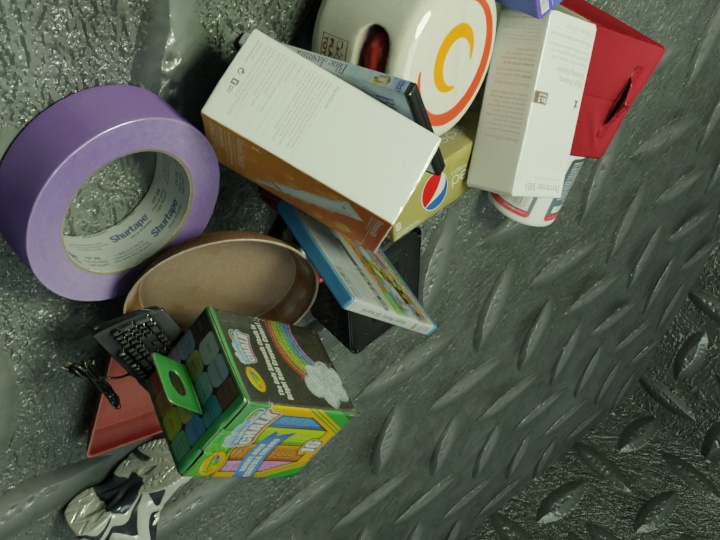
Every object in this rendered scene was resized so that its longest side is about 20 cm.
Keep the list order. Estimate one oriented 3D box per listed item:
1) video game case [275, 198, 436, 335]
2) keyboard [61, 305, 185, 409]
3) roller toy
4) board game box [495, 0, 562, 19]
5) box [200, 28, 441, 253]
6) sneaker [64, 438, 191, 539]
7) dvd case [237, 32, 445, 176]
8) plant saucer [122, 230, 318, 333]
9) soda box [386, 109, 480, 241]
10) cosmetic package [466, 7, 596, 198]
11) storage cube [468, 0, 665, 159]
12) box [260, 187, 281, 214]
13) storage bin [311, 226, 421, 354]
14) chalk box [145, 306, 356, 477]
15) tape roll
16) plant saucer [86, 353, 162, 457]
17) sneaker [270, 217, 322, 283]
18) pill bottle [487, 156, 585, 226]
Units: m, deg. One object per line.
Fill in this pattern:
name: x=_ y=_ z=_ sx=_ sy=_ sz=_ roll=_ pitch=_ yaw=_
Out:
video game case: x=0.000 y=0.000 z=0.899 sx=0.018 sy=0.143 sz=0.200 roll=-43 pitch=152 yaw=15
keyboard: x=-0.231 y=0.110 z=0.876 sx=0.127 sy=0.021 sz=0.200 roll=-20 pitch=144 yaw=2
roller toy: x=0.042 y=-0.241 z=0.868 sx=0.183 sy=0.140 sz=0.200 roll=-58 pitch=152 yaw=-6
board game box: x=0.132 y=-0.364 z=0.818 sx=0.045 sy=0.134 sz=0.200 roll=-41 pitch=141 yaw=-14
box: x=-0.041 y=-0.118 z=0.790 sx=0.098 sy=0.200 sz=0.124 roll=-60 pitch=180 yaw=-13
sneaker: x=-0.293 y=0.314 z=1.134 sx=0.199 sy=0.079 sz=0.130 roll=-38 pitch=151 yaw=-20
dvd case: x=-0.016 y=-0.164 z=0.822 sx=0.018 sy=0.200 sz=0.143 roll=-60 pitch=154 yaw=-14
plant saucer: x=-0.143 y=0.022 z=0.847 sx=0.200 sy=0.035 sz=0.200 roll=-14 pitch=145 yaw=-10
soda box: x=0.080 y=-0.115 z=0.945 sx=0.200 sy=0.068 sz=0.064 roll=-35 pitch=135 yaw=-31
cosmetic package: x=0.193 y=-0.185 z=0.926 sx=0.102 sy=0.074 sz=0.201 roll=-3 pitch=106 yaw=-44
storage cube: x=0.244 y=-0.264 z=1.070 sx=0.179 sy=0.200 sz=0.171 roll=-3 pitch=128 yaw=-45
box: x=-0.009 y=-0.122 z=0.986 sx=0.200 sy=0.095 sz=0.100 roll=-19 pitch=140 yaw=-43
storage bin: x=0.006 y=0.007 z=1.165 sx=0.135 sy=0.094 sz=0.200 roll=-36 pitch=148 yaw=-24
chalk box: x=-0.130 y=0.128 z=0.845 sx=0.200 sy=0.125 sz=0.124 roll=16 pitch=124 yaw=-45
tape roll: x=-0.232 y=-0.070 z=0.773 sx=0.200 sy=0.066 sz=0.200 roll=-35 pitch=149 yaw=-25
plant saucer: x=-0.241 y=0.122 z=1.019 sx=0.199 sy=0.037 sz=0.200 roll=-14 pitch=137 yaw=-47
sneaker: x=-0.087 y=0.018 z=1.055 sx=0.085 sy=0.077 sz=0.200 roll=6 pitch=121 yaw=-46
pill bottle: x=0.292 y=-0.182 z=1.306 sx=0.119 sy=0.120 sz=0.200 roll=-17 pitch=138 yaw=-44
